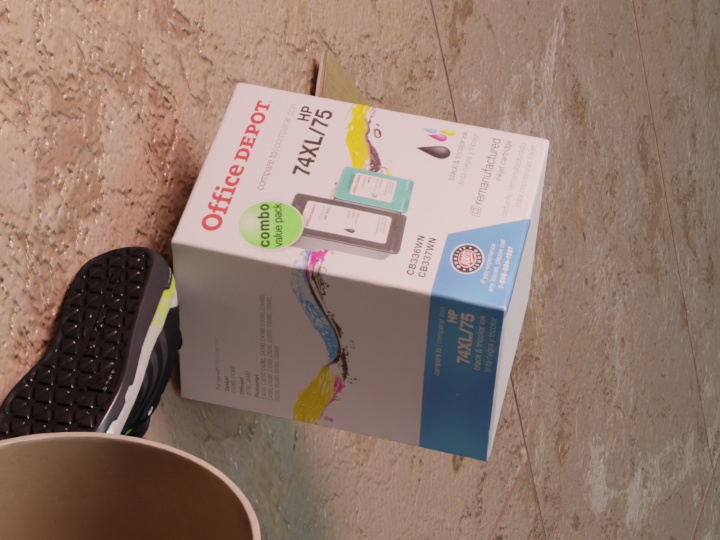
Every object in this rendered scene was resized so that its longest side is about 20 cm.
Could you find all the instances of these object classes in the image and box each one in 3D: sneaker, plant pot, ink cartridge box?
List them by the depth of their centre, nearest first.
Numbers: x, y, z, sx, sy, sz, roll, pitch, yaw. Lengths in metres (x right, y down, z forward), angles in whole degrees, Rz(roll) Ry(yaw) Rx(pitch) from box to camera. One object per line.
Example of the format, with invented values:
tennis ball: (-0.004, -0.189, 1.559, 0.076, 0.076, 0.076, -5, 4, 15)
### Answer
plant pot: (-0.140, 0.212, 0.918, 0.187, 0.186, 0.201, -53, 149, -57)
sneaker: (-0.135, 0.071, 1.053, 0.200, 0.071, 0.083, -68, 147, -46)
ink cartridge box: (0.000, 0.000, 1.180, 0.146, 0.199, 0.147, 92, 12, -48)

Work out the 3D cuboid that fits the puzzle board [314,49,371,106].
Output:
puzzle board: (-0.001, -0.052, 1.465, 0.200, 0.017, 0.151, 49, 41, -56)
